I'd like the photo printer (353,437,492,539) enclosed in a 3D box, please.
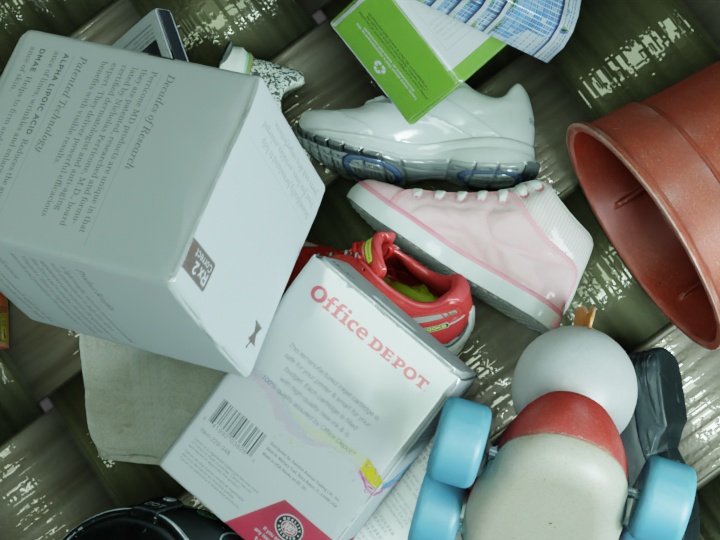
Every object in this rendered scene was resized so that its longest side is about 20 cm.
[{"bbox_3d":[0.011,0.176,1.387,0.200,0.069,0.167,-37,80,2],"label":"photo printer"}]

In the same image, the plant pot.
[{"bbox_3d":[0.291,-0.078,1.324,0.195,0.201,0.201,-33,80,-5],"label":"plant pot"}]

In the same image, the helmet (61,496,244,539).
[{"bbox_3d":[-0.149,0.281,1.338,0.199,0.191,0.201,-9,63,18],"label":"helmet"}]

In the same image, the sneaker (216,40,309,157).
[{"bbox_3d":[-0.086,-0.085,1.433,0.088,0.077,0.202,7,88,-4],"label":"sneaker"}]

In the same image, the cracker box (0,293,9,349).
[{"bbox_3d":[-0.402,0.040,1.425,0.198,0.134,0.058,-3,84,8],"label":"cracker box"}]

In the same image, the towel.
[{"bbox_3d":[-0.158,0.068,1.395,0.131,0.035,0.201,5,118,10],"label":"towel"}]

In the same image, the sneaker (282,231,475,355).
[{"bbox_3d":[0.000,0.000,1.386,0.199,0.077,0.085,19,131,12],"label":"sneaker"}]

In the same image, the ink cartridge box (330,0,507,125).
[{"bbox_3d":[0.035,-0.240,1.369,0.200,0.076,0.148,50,50,-3],"label":"ink cartridge box"}]

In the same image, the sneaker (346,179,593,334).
[{"bbox_3d":[0.094,-0.041,1.400,0.199,0.075,0.105,31,84,9],"label":"sneaker"}]

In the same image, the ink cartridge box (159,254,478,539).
[{"bbox_3d":[-0.030,0.111,1.311,0.147,0.086,0.200,40,96,12],"label":"ink cartridge box"}]

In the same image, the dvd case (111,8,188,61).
[{"bbox_3d":[-0.175,-0.086,1.415,0.150,0.025,0.201,-33,69,36],"label":"dvd case"}]

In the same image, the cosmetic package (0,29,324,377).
[{"bbox_3d":[-0.159,-0.047,1.254,0.199,0.165,0.166,13,70,22],"label":"cosmetic package"}]

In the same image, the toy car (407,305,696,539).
[{"bbox_3d":[0.151,0.120,1.309,0.183,0.177,0.201,16,49,4],"label":"toy car"}]

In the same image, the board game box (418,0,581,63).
[{"bbox_3d":[0.126,-0.273,1.358,0.199,0.062,0.201,20,57,-25],"label":"board game box"}]

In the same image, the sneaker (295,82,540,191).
[{"bbox_3d":[0.047,-0.115,1.423,0.198,0.075,0.088,5,73,1],"label":"sneaker"}]

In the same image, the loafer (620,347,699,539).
[{"bbox_3d":[0.219,0.164,1.369,0.072,0.073,0.202,-9,78,28],"label":"loafer"}]
